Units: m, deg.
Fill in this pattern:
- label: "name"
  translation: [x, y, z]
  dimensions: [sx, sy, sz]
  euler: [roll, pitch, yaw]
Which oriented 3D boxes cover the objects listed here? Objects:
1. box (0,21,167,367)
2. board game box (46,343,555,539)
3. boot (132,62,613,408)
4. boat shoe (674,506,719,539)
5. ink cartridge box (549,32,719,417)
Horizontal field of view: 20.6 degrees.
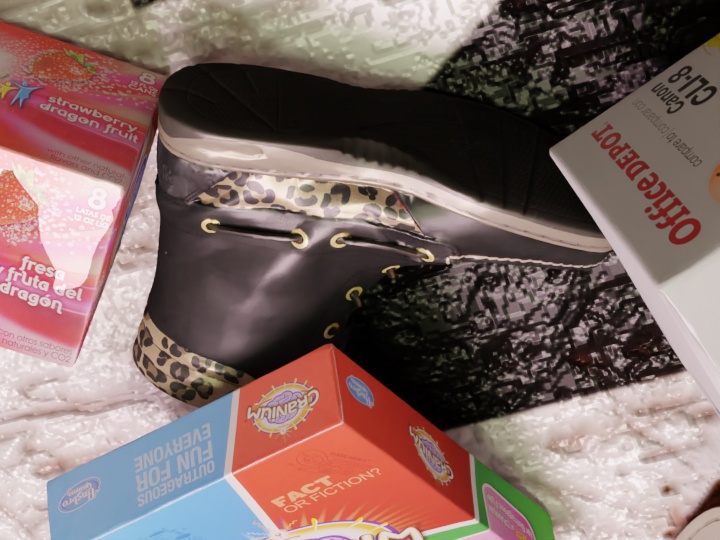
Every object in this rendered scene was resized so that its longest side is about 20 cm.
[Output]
- label: "box"
  translation: [-0.192, -0.052, 0.821]
  dimensions: [0.200, 0.103, 0.095]
  euler: [18, 122, -4]
- label: "board game box"
  translation: [-0.021, 0.120, 0.900]
  dimensions: [0.153, 0.040, 0.200]
  euler: [-27, 141, 21]
- label: "boot"
  translation: [0.000, 0.000, 0.851]
  dimensions: [0.199, 0.073, 0.151]
  euler: [11, 127, -9]
- label: "boat shoe"
  translation: [0.185, 0.194, 0.975]
  dimensions: [0.063, 0.073, 0.200]
  euler: [-19, 123, -34]
- label: "ink cartridge box"
  translation: [0.201, -0.024, 0.741]
  dimensions: [0.200, 0.145, 0.145]
  euler: [-35, 115, 5]
